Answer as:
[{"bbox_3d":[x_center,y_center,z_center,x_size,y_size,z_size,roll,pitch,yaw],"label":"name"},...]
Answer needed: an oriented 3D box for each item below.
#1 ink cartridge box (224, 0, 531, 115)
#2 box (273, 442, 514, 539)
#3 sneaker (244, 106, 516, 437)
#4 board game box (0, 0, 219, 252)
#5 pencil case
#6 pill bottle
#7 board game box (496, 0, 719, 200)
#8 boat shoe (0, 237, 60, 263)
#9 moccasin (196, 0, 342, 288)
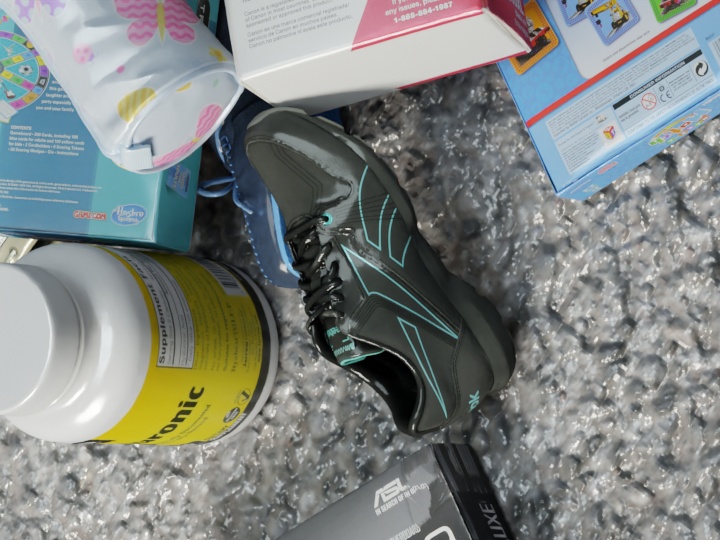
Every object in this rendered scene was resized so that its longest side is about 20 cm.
[{"bbox_3d":[-0.002,-0.202,1.603,0.145,0.084,0.200,-15,73,18],"label":"ink cartridge box"},{"bbox_3d":[0.007,0.210,1.643,0.200,0.050,0.158,-33,70,26],"label":"box"},{"bbox_3d":[0.000,0.000,1.602,0.200,0.079,0.075,50,151,-1],"label":"sneaker"},{"bbox_3d":[-0.160,-0.117,1.692,0.151,0.047,0.200,5,85,24],"label":"board game box"},{"bbox_3d":[-0.151,-0.145,1.615,0.200,0.091,0.083,48,146,19],"label":"pencil case"},{"bbox_3d":[-0.142,0.042,1.660,0.111,0.200,0.112,-3,85,32],"label":"pill bottle"},{"bbox_3d":[0.131,-0.162,1.601,0.151,0.037,0.200,-33,71,26],"label":"board game box"},{"bbox_3d":[-0.166,-0.056,1.759,0.200,0.071,0.063,-38,79,19],"label":"boat shoe"},{"bbox_3d":[-0.052,-0.079,1.697,0.068,0.080,0.200,-22,61,34],"label":"moccasin"}]
